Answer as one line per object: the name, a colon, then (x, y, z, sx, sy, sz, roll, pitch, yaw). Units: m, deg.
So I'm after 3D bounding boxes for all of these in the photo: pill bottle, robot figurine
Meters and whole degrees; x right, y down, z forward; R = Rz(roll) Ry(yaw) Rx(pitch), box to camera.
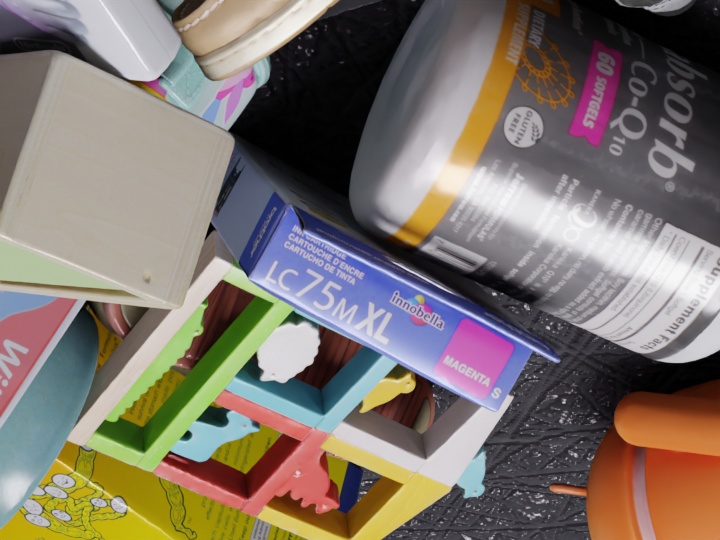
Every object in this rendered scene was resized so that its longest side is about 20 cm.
pill bottle: (0.105, -0.032, 0.814, 0.199, 0.117, 0.116, 23, 143, -12)
robot figurine: (0.189, 0.103, 0.963, 0.199, 0.118, 0.143, -19, 172, 37)

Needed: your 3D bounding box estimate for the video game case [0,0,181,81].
video game case: (-0.174, -0.135, 0.662, 0.199, 0.023, 0.182, 10, 147, 38)

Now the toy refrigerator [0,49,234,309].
toy refrigerator: (-0.136, -0.029, 0.742, 0.076, 0.071, 0.199, 24, 169, -35)

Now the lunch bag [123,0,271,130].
lunch bag: (-0.131, -0.113, 0.783, 0.200, 0.077, 0.160, 44, 157, -31)

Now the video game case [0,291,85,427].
video game case: (-0.186, -0.049, 0.851, 0.017, 0.143, 0.200, -8, 133, 48)

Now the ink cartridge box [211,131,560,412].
ink cartridge box: (0.000, 0.000, 0.852, 0.119, 0.042, 0.200, 28, -176, -17)

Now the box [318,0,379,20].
box: (-0.057, -0.174, 0.739, 0.082, 0.049, 0.200, -13, 135, 33)

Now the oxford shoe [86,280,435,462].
oxford shoe: (-0.049, 0.036, 1.015, 0.199, 0.071, 0.074, 32, 171, -29)

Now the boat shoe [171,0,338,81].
boat shoe: (-0.003, -0.153, 0.684, 0.069, 0.074, 0.200, 39, 101, -20)

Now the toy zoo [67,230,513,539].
toy zoo: (-0.021, 0.069, 0.969, 0.199, 0.021, 0.131, 26, 123, -27)

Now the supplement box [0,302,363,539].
supplement box: (-0.111, 0.113, 1.082, 0.108, 0.110, 0.200, -24, 129, 40)

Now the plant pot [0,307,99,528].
plant pot: (-0.229, 0.030, 0.932, 0.188, 0.201, 0.200, 36, 139, -24)

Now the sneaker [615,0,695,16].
sneaker: (0.153, -0.122, 0.728, 0.199, 0.075, 0.116, 27, 148, 0)
